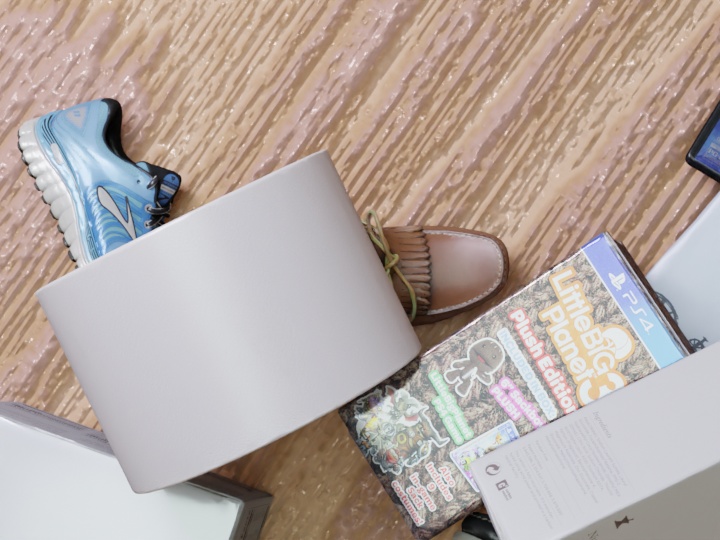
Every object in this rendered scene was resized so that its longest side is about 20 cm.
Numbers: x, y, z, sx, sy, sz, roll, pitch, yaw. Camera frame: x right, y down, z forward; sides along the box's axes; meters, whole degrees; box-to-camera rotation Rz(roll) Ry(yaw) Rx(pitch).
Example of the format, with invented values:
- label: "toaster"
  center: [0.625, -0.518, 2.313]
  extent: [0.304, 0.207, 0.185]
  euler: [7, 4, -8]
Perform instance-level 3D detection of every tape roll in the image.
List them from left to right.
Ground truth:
- label: "tape roll"
  center: [-0.080, 0.031, 1.066]
  extent: [0.202, 0.203, 0.140]
  euler: [-27, 93, 4]

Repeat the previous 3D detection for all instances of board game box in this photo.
- label: "board game box"
  center: [0.106, 0.072, 1.108]
  extent: [0.200, 0.159, 0.097]
  euler: [-34, 82, 10]

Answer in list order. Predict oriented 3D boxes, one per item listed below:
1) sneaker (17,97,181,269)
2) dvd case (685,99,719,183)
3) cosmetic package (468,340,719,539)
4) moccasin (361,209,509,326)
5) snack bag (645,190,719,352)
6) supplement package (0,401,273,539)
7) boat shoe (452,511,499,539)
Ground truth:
- label: "sneaker"
  center: [-0.159, -0.034, 1.205]
  extent: [0.090, 0.078, 0.201]
  euler: [-29, 83, 1]
- label: "dvd case"
  center: [0.329, -0.120, 1.166]
  extent: [0.142, 0.018, 0.200]
  euler: [32, 84, 10]
- label: "cosmetic package"
  center: [0.176, 0.126, 1.008]
  extent: [0.199, 0.113, 0.081]
  euler: [-26, 45, 1]
- label: "moccasin"
  center: [0.000, -0.002, 1.180]
  extent: [0.200, 0.078, 0.074]
  euler: [4, 85, 8]
- label: "snack bag"
  center: [0.259, 0.068, 1.171]
  extent: [0.189, 0.021, 0.200]
  euler: [43, 94, 9]
- label: "supplement package"
  center: [-0.184, 0.193, 1.172]
  extent: [0.199, 0.111, 0.156]
  euler: [19, 88, 9]
- label: "boat shoe"
  center: [0.154, 0.181, 1.122]
  extent: [0.199, 0.074, 0.061]
  euler: [19, 86, -17]
